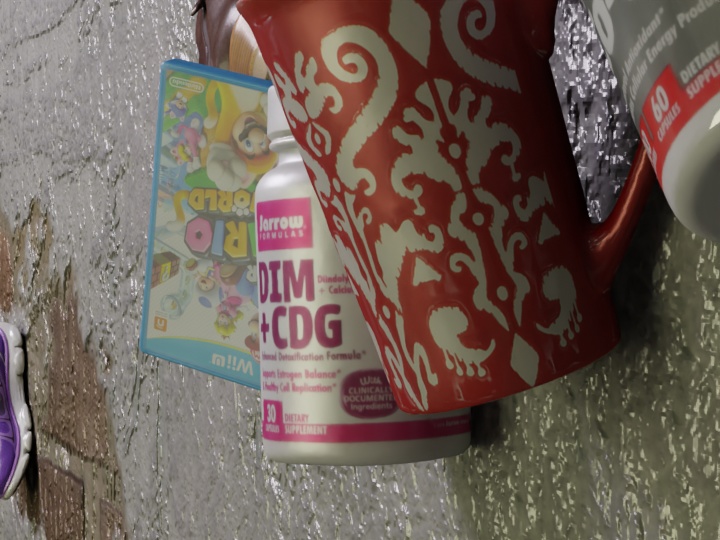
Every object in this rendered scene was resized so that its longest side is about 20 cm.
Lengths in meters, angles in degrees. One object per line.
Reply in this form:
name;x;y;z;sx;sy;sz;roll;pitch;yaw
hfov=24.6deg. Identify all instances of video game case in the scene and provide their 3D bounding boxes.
video game case;-0.071;-0.023;1.053;0.143;0.018;0.201;16;112;22

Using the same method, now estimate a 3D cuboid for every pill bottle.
pill bottle;0.000;0.000;0.888;0.113;0.113;0.201;175;93;-65
pill bottle;0.132;-0.120;0.594;0.114;0.113;0.201;121;140;-49

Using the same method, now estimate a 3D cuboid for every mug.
mug;0.050;-0.049;0.731;0.177;0.133;0.201;-12;98;49

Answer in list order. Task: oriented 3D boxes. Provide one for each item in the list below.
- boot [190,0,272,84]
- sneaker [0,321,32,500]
boot;-0.084;-0.110;1.133;0.167;0.072;0.201;-115;37;-50
sneaker;-0.416;0.158;1.841;0.081;0.083;0.201;142;122;-60
